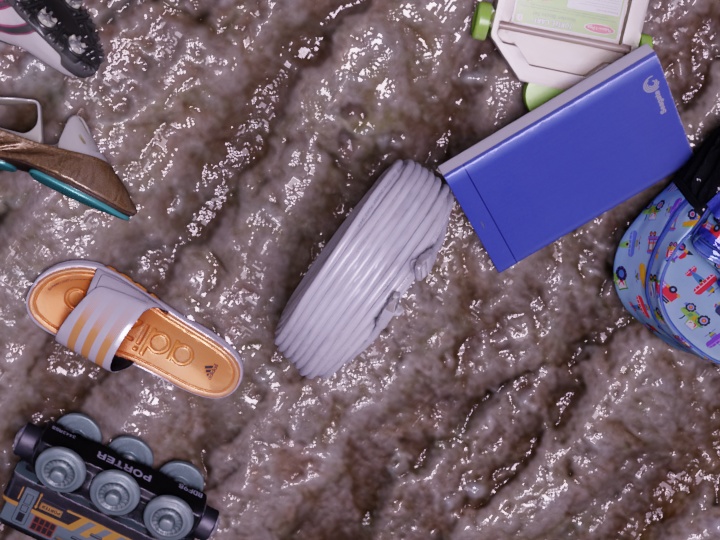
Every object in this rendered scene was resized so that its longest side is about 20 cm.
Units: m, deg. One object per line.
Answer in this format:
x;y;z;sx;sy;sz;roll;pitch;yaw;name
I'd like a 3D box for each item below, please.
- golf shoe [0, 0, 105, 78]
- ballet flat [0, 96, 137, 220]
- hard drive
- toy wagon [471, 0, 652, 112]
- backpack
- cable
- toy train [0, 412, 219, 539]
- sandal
-0.304;-0.223;1.064;0.200;0.077;0.088;41;119;-8;golf shoe
-0.279;-0.108;1.095;0.199;0.068;0.073;19;83;-2;ballet flat
0.180;-0.092;1.095;0.199;0.025;0.132;-30;133;5;hard drive
0.174;-0.211;1.089;0.154;0.040;0.201;10;104;-4;toy wagon
0.327;-0.008;1.090;0.182;0.135;0.200;38;103;-18;backpack
0.000;0.000;1.054;0.069;0.200;0.200;36;127;-5;cable
-0.231;0.212;1.162;0.199;0.085;0.114;27;113;-10;toy train
-0.198;0.057;1.131;0.206;0.059;0.079;25;101;-8;sandal
